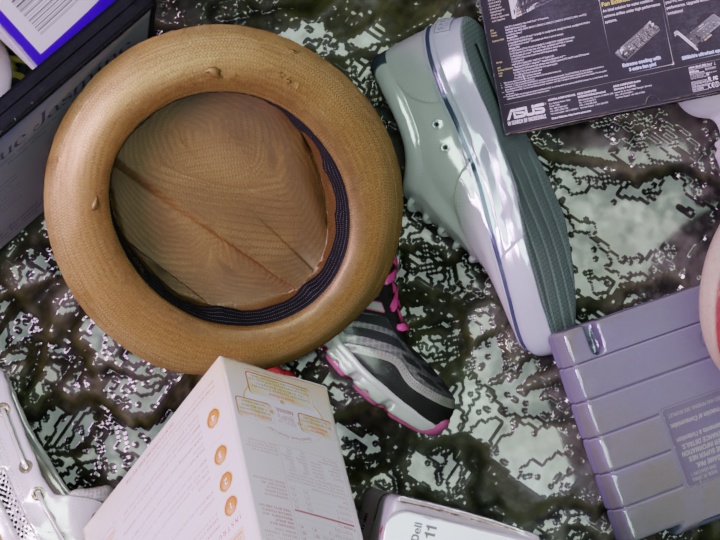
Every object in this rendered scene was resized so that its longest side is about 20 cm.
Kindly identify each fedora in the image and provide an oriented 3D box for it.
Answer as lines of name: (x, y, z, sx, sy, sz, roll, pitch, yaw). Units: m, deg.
fedora: (-0.077, -0.043, 1.528, 0.201, 0.082, 0.201, -4, 109, -13)

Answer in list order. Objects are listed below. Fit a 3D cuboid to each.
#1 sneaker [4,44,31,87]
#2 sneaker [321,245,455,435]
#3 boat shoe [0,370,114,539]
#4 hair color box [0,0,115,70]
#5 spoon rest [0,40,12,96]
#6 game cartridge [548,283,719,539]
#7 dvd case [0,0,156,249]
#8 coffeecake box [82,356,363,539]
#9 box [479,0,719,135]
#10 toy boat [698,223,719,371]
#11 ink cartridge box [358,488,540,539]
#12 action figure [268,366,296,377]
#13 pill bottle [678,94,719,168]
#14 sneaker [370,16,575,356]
sneaker: (-0.203, -0.094, 1.600, 0.074, 0.085, 0.200, 25, 88, -3)
sneaker: (0.000, 0.000, 1.609, 0.087, 0.074, 0.200, -38, 84, 2)
boat shoe: (-0.165, 0.144, 1.596, 0.069, 0.071, 0.200, -36, 88, -2)
hair color box: (-0.217, -0.191, 1.540, 0.065, 0.200, 0.109, -43, 133, -3)
spoon rest: (-0.262, -0.121, 1.580, 0.099, 0.061, 0.200, -44, 54, -3)
game cartridge: (0.216, 0.067, 1.616, 0.200, 0.038, 0.130, -18, 92, -19)
dvd case: (-0.168, -0.071, 1.533, 0.143, 0.200, 0.018, -42, 82, -15)
coffeecake box: (-0.067, 0.173, 1.479, 0.073, 0.200, 0.154, 17, 129, -30)
box: (0.155, -0.167, 1.552, 0.200, 0.050, 0.158, -11, 91, 37)
toy boat: (0.287, 0.013, 1.546, 0.200, 0.131, 0.131, -18, 117, -18)
ink cartridge box: (0.031, 0.197, 1.536, 0.083, 0.200, 0.147, 14, 87, -3)
action figure: (-0.060, 0.125, 1.614, 0.065, 0.052, 0.200, -2, 82, -8)
pill bottle: (0.219, -0.151, 1.609, 0.111, 0.111, 0.200, -15, 87, -3)
sneaker: (0.065, -0.043, 1.626, 0.071, 0.073, 0.200, -18, 92, 27)
